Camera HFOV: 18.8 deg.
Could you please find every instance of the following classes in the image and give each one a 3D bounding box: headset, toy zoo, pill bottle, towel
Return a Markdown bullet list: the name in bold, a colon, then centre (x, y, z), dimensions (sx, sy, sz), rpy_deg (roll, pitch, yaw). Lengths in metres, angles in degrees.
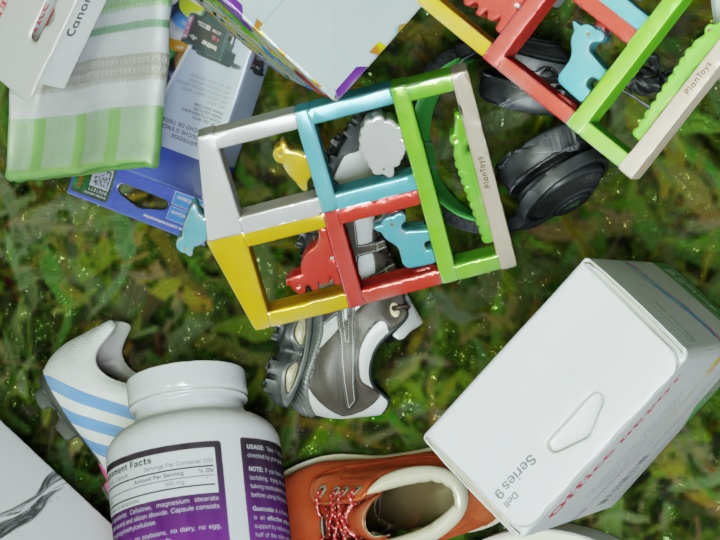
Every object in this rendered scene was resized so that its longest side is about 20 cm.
- **headset**: centre (0.108, -0.092, 1.357), dimensions (0.200, 0.094, 0.124), rpy_deg (-14, 86, 31)
- **toy zoo**: centre (-0.016, -0.041, 1.343), dimensions (0.200, 0.020, 0.131), rpy_deg (-14, 109, 5)
- **pill bottle**: centre (-0.100, 0.163, 1.369), dimensions (0.112, 0.112, 0.200), rpy_deg (-13, 71, 19)
- **towel**: centre (-0.185, -0.163, 1.456), dimensions (0.149, 0.031, 0.200), rpy_deg (-5, 80, 42)
- **toy zoo**: centre (0.113, -0.162, 1.181), dimensions (0.200, 0.020, 0.131), rpy_deg (41, 105, 16)

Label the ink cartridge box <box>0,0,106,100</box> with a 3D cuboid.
- **ink cartridge box**: centre (-0.227, -0.200, 1.438), dimensions (0.200, 0.067, 0.117), rpy_deg (42, 112, 37)

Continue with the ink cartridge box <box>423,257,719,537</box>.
- **ink cartridge box**: centre (0.141, 0.071, 1.291), dimensions (0.088, 0.200, 0.145), rpy_deg (44, 105, 14)

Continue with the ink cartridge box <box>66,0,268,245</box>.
- **ink cartridge box**: centre (-0.129, -0.128, 1.472), dimensions (0.119, 0.042, 0.200), rpy_deg (21, 99, 19)

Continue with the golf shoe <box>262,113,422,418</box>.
- **golf shoe**: centre (0.000, 0.000, 1.418), dimensions (0.094, 0.078, 0.200), rpy_deg (13, 97, 2)

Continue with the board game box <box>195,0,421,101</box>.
- **board game box**: centre (-0.036, -0.182, 1.329), dimensions (0.103, 0.200, 0.105), rpy_deg (42, 90, -16)

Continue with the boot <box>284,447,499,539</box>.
- **boot**: centre (-0.006, 0.154, 1.396), dimensions (0.200, 0.107, 0.075), rpy_deg (-17, 88, 21)

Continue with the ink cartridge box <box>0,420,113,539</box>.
- **ink cartridge box**: centre (-0.233, 0.209, 1.462), dimensions (0.200, 0.084, 0.146), rpy_deg (42, 132, 15)

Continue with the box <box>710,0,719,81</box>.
- **box**: centre (0.281, -0.119, 1.238), dimensions (0.131, 0.200, 0.199), rpy_deg (-7, 89, 19)

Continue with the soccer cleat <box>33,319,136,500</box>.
- **soccer cleat**: centre (-0.135, 0.121, 1.461), dimensions (0.086, 0.070, 0.200), rpy_deg (-41, 79, 10)

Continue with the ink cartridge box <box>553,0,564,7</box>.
- **ink cartridge box**: centre (0.068, -0.242, 1.312), dimensions (0.146, 0.200, 0.084), rpy_deg (43, 104, 14)

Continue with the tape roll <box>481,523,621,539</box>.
- **tape roll**: centre (0.121, 0.260, 1.388), dimensions (0.203, 0.037, 0.203), rpy_deg (1, 92, 20)
